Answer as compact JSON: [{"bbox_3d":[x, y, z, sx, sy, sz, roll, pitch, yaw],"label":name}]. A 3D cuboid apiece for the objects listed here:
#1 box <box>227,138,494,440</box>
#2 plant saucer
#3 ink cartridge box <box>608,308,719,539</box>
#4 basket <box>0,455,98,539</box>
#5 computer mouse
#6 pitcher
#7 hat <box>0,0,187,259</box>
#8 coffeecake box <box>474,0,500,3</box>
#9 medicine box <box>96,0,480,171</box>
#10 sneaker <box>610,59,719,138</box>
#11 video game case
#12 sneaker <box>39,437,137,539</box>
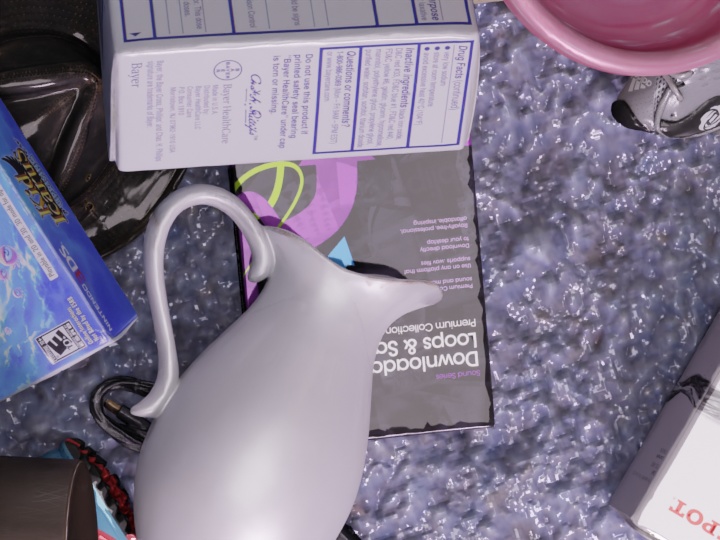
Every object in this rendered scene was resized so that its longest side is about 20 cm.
[{"bbox_3d":[0.000,0.000,1.671,0.142,0.036,0.201,-6,95,-6],"label":"box"},{"bbox_3d":[0.143,-0.203,1.520,0.200,0.051,0.202,-1,92,-21],"label":"plant saucer"},{"bbox_3d":[0.258,0.094,1.682,0.146,0.084,0.200,31,89,-7],"label":"ink cartridge box"},{"bbox_3d":[-0.248,0.160,1.559,0.199,0.180,0.137,-1,89,3],"label":"basket"},{"bbox_3d":[-0.074,0.128,1.674,0.200,0.034,0.059,40,100,-2],"label":"computer mouse"},{"bbox_3d":[-0.068,0.067,1.592,0.171,0.121,0.201,26,84,-12],"label":"pitcher"},{"bbox_3d":[-0.190,-0.083,1.621,0.200,0.081,0.202,0,92,-7],"label":"hat"},{"bbox_3d":[0.082,-0.255,1.609,0.073,0.153,0.201,-9,94,-9],"label":"coffeecake box"},{"bbox_3d":[-0.045,-0.160,1.580,0.199,0.103,0.183,-3,53,-7],"label":"medicine box"},{"bbox_3d":[0.177,-0.136,1.637,0.116,0.075,0.200,-45,132,7],"label":"sneaker"},{"bbox_3d":[-0.251,-0.013,1.588,0.181,0.045,0.200,-27,100,26],"label":"video game case"},{"bbox_3d":[-0.149,0.202,1.651,0.095,0.079,0.201,-30,87,5],"label":"sneaker"}]
